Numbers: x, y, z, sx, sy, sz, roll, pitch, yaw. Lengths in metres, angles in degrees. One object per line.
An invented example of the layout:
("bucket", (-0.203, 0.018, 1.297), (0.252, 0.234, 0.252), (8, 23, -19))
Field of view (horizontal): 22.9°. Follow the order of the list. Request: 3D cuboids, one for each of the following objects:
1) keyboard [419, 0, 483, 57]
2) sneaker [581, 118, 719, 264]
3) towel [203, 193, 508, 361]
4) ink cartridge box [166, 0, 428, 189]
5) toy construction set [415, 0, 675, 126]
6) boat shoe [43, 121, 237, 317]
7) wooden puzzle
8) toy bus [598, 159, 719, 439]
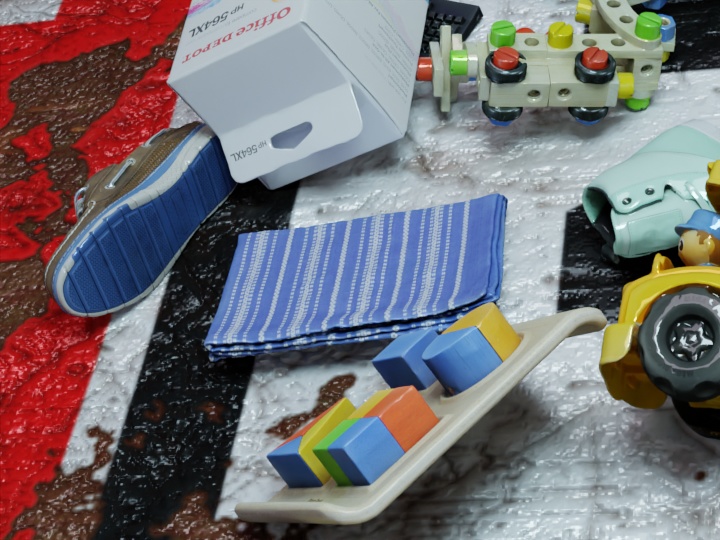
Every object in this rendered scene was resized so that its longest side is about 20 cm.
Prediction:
("keyboard", (0.008, -0.218, 1.429), (0.199, 0.021, 0.127), (15, 52, 30))
("sneaker", (0.225, -0.023, 1.108), (0.118, 0.074, 0.200), (-28, 33, -20))
("towel", (0.000, 0.000, 1.185), (0.198, 0.024, 0.145), (-8, 32, 13))
("ink cartridge box", (-0.042, -0.168, 1.284), (0.128, 0.125, 0.201), (-21, 41, 31))
("toy construction set", (0.133, -0.158, 1.268), (0.198, 0.093, 0.132), (-11, 43, 8))
("boat shoe", (-0.165, -0.037, 1.272), (0.072, 0.073, 0.200), (11, 40, 35))
("wooden puzzle", (0.024, 0.077, 1.025), (0.199, 0.046, 0.185), (-36, 5, -21))
("toy bus", (0.241, -0.007, 0.993), (0.198, 0.136, 0.194), (-1, 74, 21))
